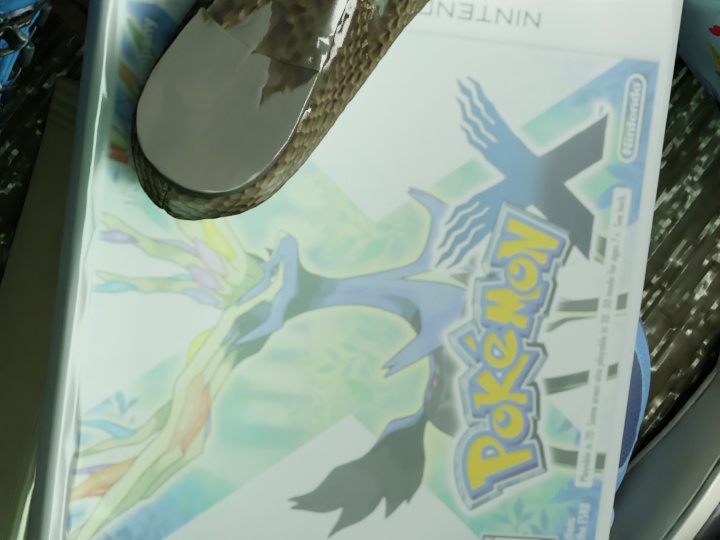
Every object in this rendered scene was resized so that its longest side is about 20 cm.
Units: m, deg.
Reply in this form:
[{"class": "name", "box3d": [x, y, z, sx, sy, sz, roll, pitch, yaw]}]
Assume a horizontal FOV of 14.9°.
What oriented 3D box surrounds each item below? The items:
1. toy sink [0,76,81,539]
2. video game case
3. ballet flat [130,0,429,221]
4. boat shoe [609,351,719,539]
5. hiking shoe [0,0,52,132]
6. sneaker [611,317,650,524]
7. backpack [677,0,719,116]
[{"class": "toy sink", "box3d": [-0.040, 0.002, 0.885, 0.130, 0.112, 0.201, 14, 95, -20]}, {"class": "video game case", "box3d": [0.000, 0.000, 0.826, 0.181, 0.022, 0.201, 5, 98, -19]}, {"class": "ballet flat", "box3d": [0.003, -0.093, 0.783, 0.067, 0.046, 0.200, 32, 73, 9]}, {"class": "boat shoe", "box3d": [0.139, 0.076, 0.978, 0.063, 0.073, 0.200, 39, 81, -17]}, {"class": "hiking shoe", "box3d": [-0.114, -0.073, 0.793, 0.074, 0.199, 0.087, -21, 94, -40]}, {"class": "sneaker", "box3d": [0.045, 0.098, 0.945, 0.074, 0.082, 0.201, 31, 88, -18]}, {"class": "backpack", "box3d": [0.196, -0.114, 0.907, 0.199, 0.183, 0.147, -33, 111, 2]}]
